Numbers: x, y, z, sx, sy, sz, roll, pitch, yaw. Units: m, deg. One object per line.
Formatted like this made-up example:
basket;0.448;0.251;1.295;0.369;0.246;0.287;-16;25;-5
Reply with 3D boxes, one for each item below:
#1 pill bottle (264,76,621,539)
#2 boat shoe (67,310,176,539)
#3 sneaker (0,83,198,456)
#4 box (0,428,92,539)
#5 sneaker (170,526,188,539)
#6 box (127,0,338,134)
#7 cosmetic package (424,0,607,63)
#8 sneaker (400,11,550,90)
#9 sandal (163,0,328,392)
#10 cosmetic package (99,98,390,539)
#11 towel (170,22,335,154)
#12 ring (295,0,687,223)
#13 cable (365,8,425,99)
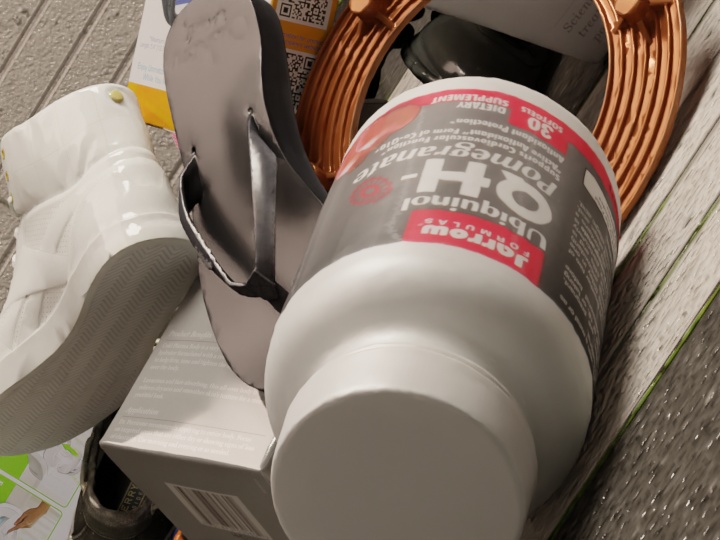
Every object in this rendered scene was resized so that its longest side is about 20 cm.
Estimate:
pill bottle;0.028;0.022;0.807;0.111;0.110;0.200;-54;9;30
boat shoe;-0.100;0.072;1.207;0.201;0.070;0.064;-76;-3;-47
sneaker;-0.144;-0.003;1.131;0.200;0.073;0.116;-49;51;41
box;-0.170;0.130;1.417;0.201;0.176;0.097;-62;9;-26
sneaker;-0.061;0.119;1.159;0.079;0.075;0.200;-56;5;45
box;-0.049;-0.157;1.085;0.119;0.041;0.201;19;96;55
cosmetic package;0.063;-0.237;1.126;0.165;0.164;0.201;-54;42;28
sneaker;0.079;-0.140;1.297;0.091;0.076;0.200;-48;13;23
sandal;-0.051;-0.032;0.987;0.076;0.043;0.201;-35;58;26
cosmetic package;-0.016;0.024;1.047;0.106;0.090;0.201;6;54;43
towel;-0.050;-0.054;1.253;0.200;0.030;0.147;135;127;-59
ring;0.045;-0.071;0.973;0.200;0.019;0.202;-18;59;32
cable;-0.004;-0.096;1.329;0.164;0.051;0.200;-59;-1;-24
